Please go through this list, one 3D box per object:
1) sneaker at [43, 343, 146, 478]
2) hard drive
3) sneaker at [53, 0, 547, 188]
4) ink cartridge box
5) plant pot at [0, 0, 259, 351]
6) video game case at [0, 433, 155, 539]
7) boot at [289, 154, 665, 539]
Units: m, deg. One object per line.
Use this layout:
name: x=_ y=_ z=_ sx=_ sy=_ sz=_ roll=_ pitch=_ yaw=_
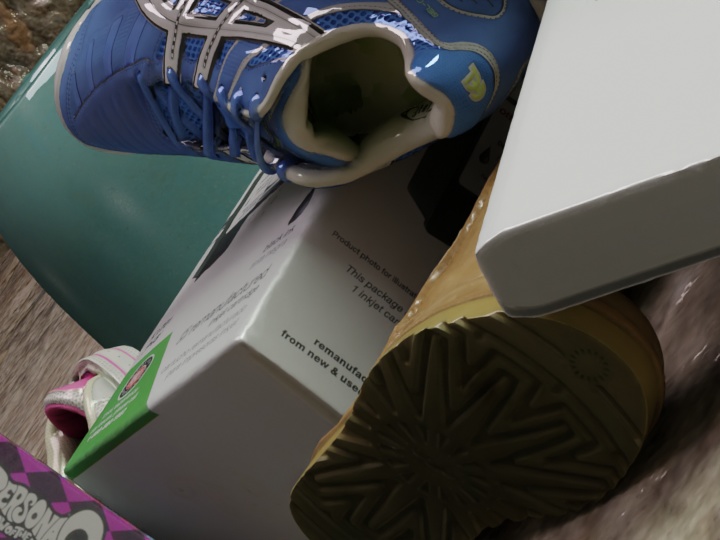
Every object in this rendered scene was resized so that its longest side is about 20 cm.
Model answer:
sneaker: x=-0.076 y=0.057 z=1.066 sx=0.200 sy=0.088 sz=0.081 roll=-58 pitch=12 yaw=-30
hard drive: x=0.105 y=-0.063 z=0.702 sx=0.131 sy=0.027 sz=0.200 roll=-20 pitch=22 yaw=20
sneaker: x=-0.028 y=-0.067 z=0.851 sx=0.199 sy=0.076 sz=0.077 roll=-11 pitch=34 yaw=38
ink cartridge box: x=0.000 y=0.000 z=0.934 sx=0.147 sy=0.083 sz=0.200 roll=-37 pitch=17 yaw=53
plant pot: x=-0.101 y=-0.057 z=1.360 sx=0.201 sy=0.161 sz=0.201 roll=-51 pitch=10 yaw=12
video game case: x=-0.121 y=0.078 z=0.885 sx=0.036 sy=0.200 sz=0.181 roll=-56 pitch=11 yaw=-11
boot: x=0.063 y=-0.018 z=0.771 sx=0.200 sy=0.066 sz=0.175 roll=-57 pitch=12 yaw=-32
